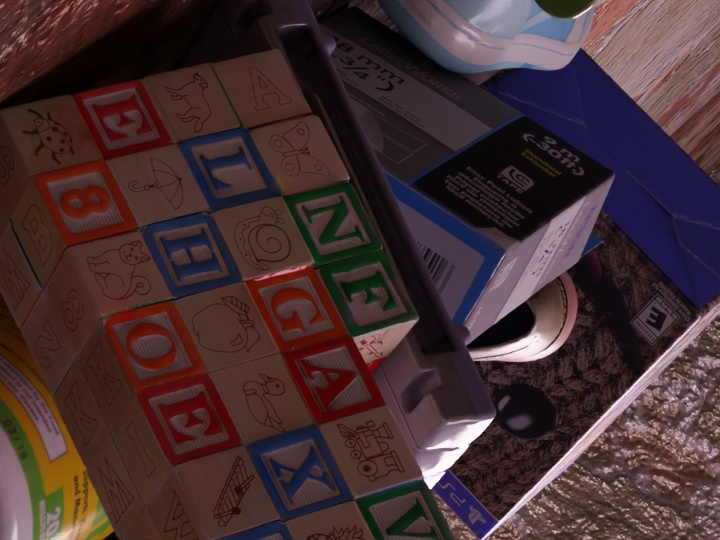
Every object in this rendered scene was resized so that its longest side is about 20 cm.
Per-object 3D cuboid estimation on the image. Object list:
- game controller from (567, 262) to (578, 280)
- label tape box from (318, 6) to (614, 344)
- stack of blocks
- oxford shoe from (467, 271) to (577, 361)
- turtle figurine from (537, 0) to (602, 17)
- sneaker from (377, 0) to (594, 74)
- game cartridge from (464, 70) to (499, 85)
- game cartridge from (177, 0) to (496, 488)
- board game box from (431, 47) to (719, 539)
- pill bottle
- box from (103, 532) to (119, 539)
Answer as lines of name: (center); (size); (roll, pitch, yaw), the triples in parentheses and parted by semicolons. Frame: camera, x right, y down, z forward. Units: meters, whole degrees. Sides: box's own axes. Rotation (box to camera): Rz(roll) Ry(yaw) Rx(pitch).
game controller: (0.000, 0.000, 1.391); (0.200, 0.104, 0.042); (-24, 156, 4)
label tape box: (0.028, -0.049, 1.270); (0.063, 0.144, 0.200); (-63, 166, 25)
stack of blocks: (-0.043, 0.030, 1.006); (0.115, 0.200, 0.059); (-14, 157, -31)
oxford shoe: (-0.005, 0.003, 1.324); (0.074, 0.200, 0.071); (-10, 103, -78)
turtle figurine: (0.140, -0.180, 1.128); (0.200, 0.144, 0.194); (2, -161, 45)
sneaker: (0.095, -0.157, 1.324); (0.131, 0.080, 0.200); (-46, 174, 23)
game cartridge: (-0.002, -0.043, 1.555); (0.200, 0.038, 0.130); (-38, 166, -44)
game cartridge: (-0.023, 0.002, 1.108); (0.038, 0.200, 0.130); (-10, 154, -29)
board game box: (0.084, 0.009, 1.504); (0.097, 0.159, 0.200); (-34, 167, -51)
pill bottle: (-0.128, 0.057, 1.139); (0.111, 0.111, 0.200); (-49, 172, 31)
box: (-0.090, 0.134, 1.286); (0.107, 0.148, 0.200); (-41, -146, -23)
